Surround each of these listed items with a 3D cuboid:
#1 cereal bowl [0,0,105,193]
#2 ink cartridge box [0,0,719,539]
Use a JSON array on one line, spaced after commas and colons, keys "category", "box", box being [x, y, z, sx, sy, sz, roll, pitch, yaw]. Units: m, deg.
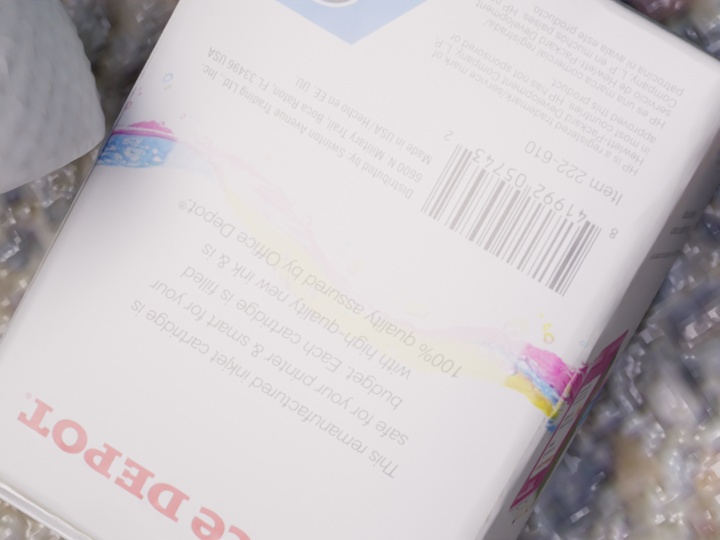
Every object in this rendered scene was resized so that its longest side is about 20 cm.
[{"category": "cereal bowl", "box": [-0.172, -0.051, 0.682, 0.199, 0.200, 0.084, -10, 102, 15]}, {"category": "ink cartridge box", "box": [0.000, 0.000, 0.720, 0.144, 0.085, 0.200, 31, 98, 12]}]
